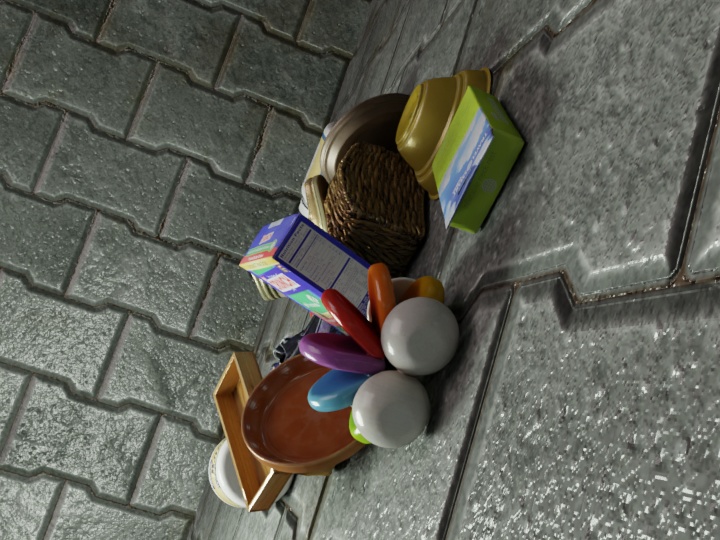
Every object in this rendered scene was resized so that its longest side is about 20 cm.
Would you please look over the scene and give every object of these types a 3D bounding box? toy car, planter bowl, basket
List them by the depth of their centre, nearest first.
[{"bbox_3d":[0.010,0.088,0.863,0.175,0.150,0.200,-131,62,-78],"label":"toy car"},{"bbox_3d":[0.104,-0.210,1.116,0.200,0.083,0.201,-160,90,-79],"label":"planter bowl"},{"bbox_3d":[0.008,-0.080,1.189,0.200,0.142,0.149,-85,17,-48],"label":"basket"}]

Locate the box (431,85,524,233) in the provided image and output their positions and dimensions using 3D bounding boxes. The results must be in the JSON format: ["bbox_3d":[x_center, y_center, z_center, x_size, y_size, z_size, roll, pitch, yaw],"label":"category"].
[{"bbox_3d":[0.133,-0.132,0.918,0.200,0.048,0.122,-91,23,-62],"label":"box"}]

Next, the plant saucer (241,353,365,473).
[{"bbox_3d":[-0.057,0.180,1.014,0.201,0.200,0.032,-84,-23,-52],"label":"plant saucer"}]

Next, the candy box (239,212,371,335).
[{"bbox_3d":[-0.049,0.013,1.073,0.077,0.200,0.169,-58,17,-14],"label":"candy box"}]

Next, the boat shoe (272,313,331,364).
[{"bbox_3d":[-0.098,0.127,1.171,0.072,0.068,0.200,122,172,-67],"label":"boat shoe"}]

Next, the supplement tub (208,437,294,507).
[{"bbox_3d":[-0.210,0.374,1.472,0.200,0.144,0.145,135,153,-66],"label":"supplement tub"}]

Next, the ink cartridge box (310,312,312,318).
[{"bbox_3d":[-0.076,0.000,1.387,0.200,0.043,0.174,-106,38,-55],"label":"ink cartridge box"}]

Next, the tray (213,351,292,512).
[{"bbox_3d":[-0.153,0.223,1.093,0.099,0.037,0.200,-59,42,35],"label":"tray"}]

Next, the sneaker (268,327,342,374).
[{"bbox_3d":[-0.077,0.128,1.282,0.200,0.078,0.075,-45,-27,-43],"label":"sneaker"}]

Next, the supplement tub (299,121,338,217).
[{"bbox_3d":[-0.040,-0.200,1.666,0.145,0.144,0.200,-92,24,-64],"label":"supplement tub"}]

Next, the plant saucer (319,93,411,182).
[{"bbox_3d":[0.029,-0.197,1.265,0.030,0.200,0.200,58,136,33],"label":"plant saucer"}]

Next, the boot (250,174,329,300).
[{"bbox_3d":[-0.106,-0.047,1.232,0.073,0.155,0.200,-58,-39,-62],"label":"boot"}]

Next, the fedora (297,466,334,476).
[{"bbox_3d":[-0.063,0.242,1.139,0.201,0.082,0.201,-156,90,-88],"label":"fedora"}]
